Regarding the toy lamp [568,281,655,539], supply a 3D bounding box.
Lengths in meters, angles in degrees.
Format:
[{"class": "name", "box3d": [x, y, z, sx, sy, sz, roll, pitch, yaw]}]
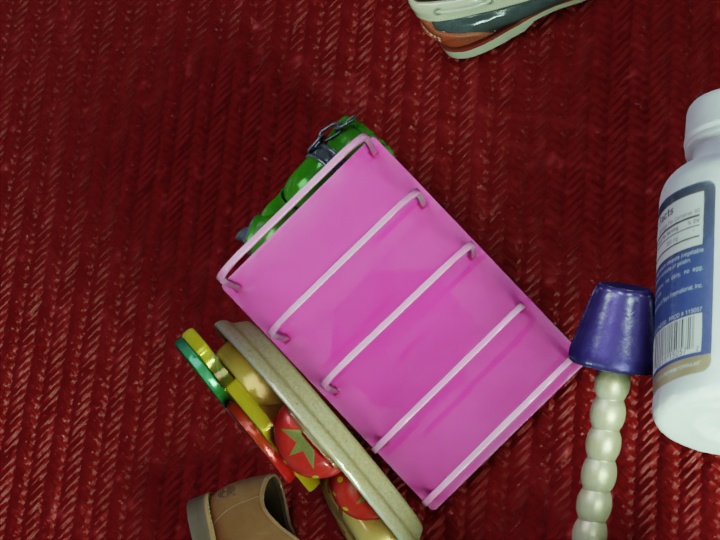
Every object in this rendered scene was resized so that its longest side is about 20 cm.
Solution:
[{"class": "toy lamp", "box3d": [0.142, 0.108, 1.571, 0.058, 0.058, 0.201, 13, 97, 36]}]

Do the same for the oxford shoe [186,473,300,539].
[{"class": "oxford shoe", "box3d": [-0.055, 0.210, 1.683, 0.071, 0.071, 0.201, -27, 51, 9]}]

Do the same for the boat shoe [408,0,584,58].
[{"class": "boat shoe", "box3d": [0.127, -0.219, 1.823, 0.199, 0.063, 0.071, -30, 50, 12]}]

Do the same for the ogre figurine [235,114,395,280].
[{"class": "ogre figurine", "box3d": [0.000, 0.000, 1.756, 0.119, 0.098, 0.201, -32, 82, -4]}]

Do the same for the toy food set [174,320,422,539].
[{"class": "toy food set", "box3d": [-0.033, 0.111, 1.641, 0.049, 0.200, 0.198, -40, 53, -4]}]

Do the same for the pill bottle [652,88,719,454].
[{"class": "pill bottle", "box3d": [0.229, -0.001, 1.547, 0.110, 0.111, 0.201, -8, 64, 28]}]

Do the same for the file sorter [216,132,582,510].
[{"class": "file sorter", "box3d": [0.023, 0.031, 1.639, 0.139, 0.125, 0.200, -44, 85, 2]}]
